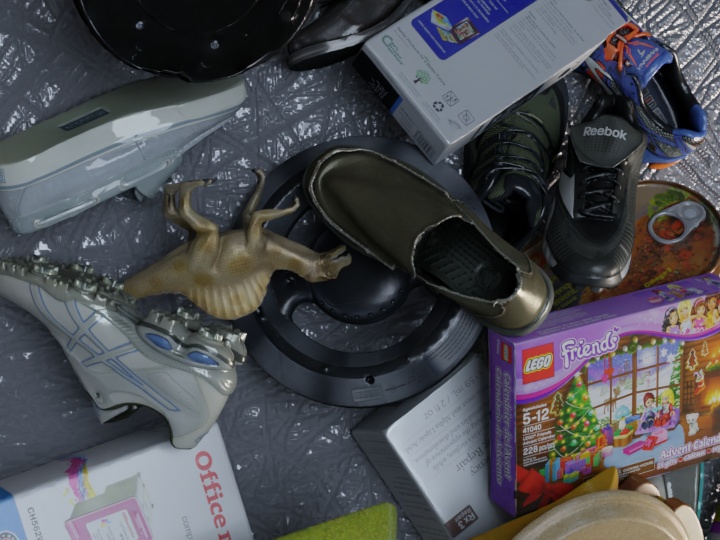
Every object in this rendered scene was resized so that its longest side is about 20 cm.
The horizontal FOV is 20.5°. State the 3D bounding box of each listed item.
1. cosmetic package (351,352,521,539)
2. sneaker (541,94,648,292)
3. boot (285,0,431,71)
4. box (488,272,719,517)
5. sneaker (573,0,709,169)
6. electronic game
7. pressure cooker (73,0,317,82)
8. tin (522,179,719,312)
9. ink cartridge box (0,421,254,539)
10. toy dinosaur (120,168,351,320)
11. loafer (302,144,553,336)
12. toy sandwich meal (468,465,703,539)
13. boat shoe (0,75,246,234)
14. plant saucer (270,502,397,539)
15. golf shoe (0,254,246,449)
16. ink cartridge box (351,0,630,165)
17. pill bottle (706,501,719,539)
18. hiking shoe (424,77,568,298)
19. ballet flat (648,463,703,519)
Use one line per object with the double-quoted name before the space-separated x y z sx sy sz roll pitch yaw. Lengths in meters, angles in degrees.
"cosmetic package" 0.093 0.171 1.488 0.102 0.074 0.200 -38 100 -18
"sneaker" 0.174 -0.065 1.467 0.066 0.200 0.091 9 126 8
"boot" -0.014 -0.258 1.475 0.200 0.069 0.174 -36 95 -22
"box" 0.186 0.089 1.451 0.200 0.039 0.137 -13 113 -26
"sneaker" 0.205 -0.168 1.540 0.200 0.078 0.075 47 73 -13
"electronic game" 0.000 0.000 1.435 0.200 0.042 0.200 -2 77 9
"pressure cooker" -0.121 -0.242 1.359 0.178 0.200 0.176 2 119 -11
"tin" 0.189 0.005 1.519 0.200 0.042 0.112 -32 60 -18
"ink cartridge box" -0.176 0.200 1.377 0.200 0.085 0.145 -19 95 -22
"toy dinosaur" -0.109 -0.013 1.389 0.200 0.058 0.101 -10 94 0
"loafer" 0.046 -0.029 1.376 0.200 0.070 0.075 31 85 15
"toy sandwich meal" 0.156 0.226 1.432 0.205 0.070 0.205 -11 118 -22
"boat shoe" -0.168 -0.083 1.408 0.201 0.070 0.072 -24 120 -25
"plant saucer" -0.060 0.269 1.371 0.200 0.048 0.200 -16 135 -24
"golf shoe" -0.179 0.054 1.355 0.200 0.078 0.097 24 101 21
"ink cartridge box" 0.098 -0.168 1.468 0.200 0.039 0.099 -34 81 -27
"pill bottle" 0.351 0.149 1.570 0.104 0.104 0.200 25 80 -18
"hiking shoe" 0.118 -0.066 1.490 0.076 0.101 0.200 26 80 -21
"ballet flat" 0.230 0.205 1.543 0.064 0.067 0.200 1 88 -15
